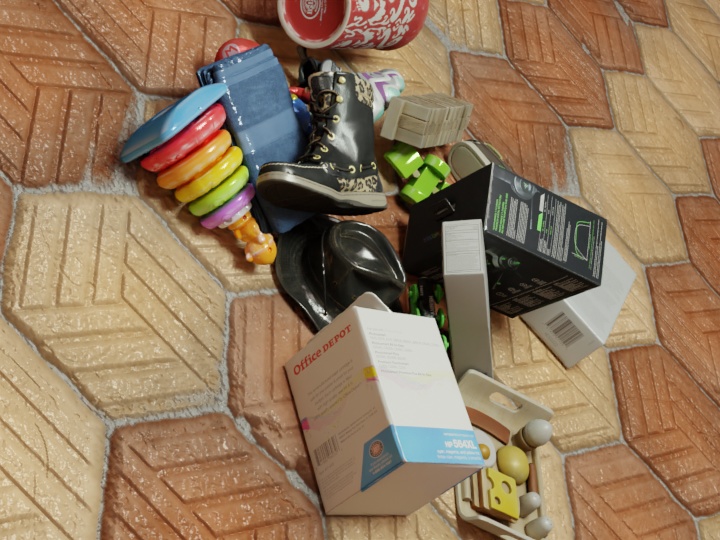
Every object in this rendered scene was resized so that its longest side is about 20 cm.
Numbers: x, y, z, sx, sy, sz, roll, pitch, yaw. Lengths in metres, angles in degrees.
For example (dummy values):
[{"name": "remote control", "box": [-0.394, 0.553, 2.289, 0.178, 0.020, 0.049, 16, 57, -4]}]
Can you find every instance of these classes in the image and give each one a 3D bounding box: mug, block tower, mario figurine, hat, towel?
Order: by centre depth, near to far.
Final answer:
[{"name": "towel", "box": [-0.108, -0.146, 1.563, 0.111, 0.048, 0.202, -30, 103, -44]}, {"name": "hat", "box": [0.000, 0.000, 1.587, 0.199, 0.081, 0.202, 29, 41, -28]}, {"name": "mario figurine", "box": [-0.096, -0.188, 1.628, 0.200, 0.106, 0.124, 49, 38, -5]}, {"name": "mug", "box": [-0.022, -0.363, 1.778, 0.199, 0.133, 0.179, -23, 89, -59]}, {"name": "block tower", "box": [0.091, -0.198, 1.828, 0.057, 0.055, 0.200, 21, 16, 19]}]

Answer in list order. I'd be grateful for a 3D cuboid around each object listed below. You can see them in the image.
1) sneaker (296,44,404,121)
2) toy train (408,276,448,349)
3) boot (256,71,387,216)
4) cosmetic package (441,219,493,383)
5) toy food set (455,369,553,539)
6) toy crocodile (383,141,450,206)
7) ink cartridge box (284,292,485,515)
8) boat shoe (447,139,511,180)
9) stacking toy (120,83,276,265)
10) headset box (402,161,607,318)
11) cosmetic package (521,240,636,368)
[{"name": "sneaker", "box": [-0.026, -0.241, 1.769, 0.140, 0.078, 0.200, 44, 35, -9]}, {"name": "toy train", "box": [0.077, 0.108, 1.570, 0.041, 0.056, 0.202, 1, 69, -13]}, {"name": "boot", "box": [-0.043, -0.144, 1.542, 0.199, 0.073, 0.153, 7, 77, -49]}, {"name": "cosmetic package", "box": [0.124, 0.040, 1.612, 0.201, 0.050, 0.083, 80, 10, -47]}, {"name": "toy food set", "box": [0.178, 0.225, 1.603, 0.143, 0.060, 0.202, 28, 42, -29]}, {"name": "toy crocodile", "box": [0.109, -0.090, 1.805, 0.199, 0.062, 0.068, 39, 79, -18]}, {"name": "ink cartridge box", "box": [0.020, 0.137, 1.450, 0.124, 0.128, 0.202, 10, 53, -42]}, {"name": "boat shoe", "box": [0.196, -0.095, 1.892, 0.059, 0.072, 0.201, -17, 67, -49]}, {"name": "stacking toy", "box": [-0.153, -0.089, 1.496, 0.201, 0.109, 0.116, 55, 51, -14]}, {"name": "headset box", "box": [0.169, -0.034, 1.697, 0.198, 0.174, 0.094, 22, 63, -26]}, {"name": "cosmetic package", "box": [0.299, 0.032, 1.889, 0.102, 0.071, 0.200, 47, 36, -5]}]
